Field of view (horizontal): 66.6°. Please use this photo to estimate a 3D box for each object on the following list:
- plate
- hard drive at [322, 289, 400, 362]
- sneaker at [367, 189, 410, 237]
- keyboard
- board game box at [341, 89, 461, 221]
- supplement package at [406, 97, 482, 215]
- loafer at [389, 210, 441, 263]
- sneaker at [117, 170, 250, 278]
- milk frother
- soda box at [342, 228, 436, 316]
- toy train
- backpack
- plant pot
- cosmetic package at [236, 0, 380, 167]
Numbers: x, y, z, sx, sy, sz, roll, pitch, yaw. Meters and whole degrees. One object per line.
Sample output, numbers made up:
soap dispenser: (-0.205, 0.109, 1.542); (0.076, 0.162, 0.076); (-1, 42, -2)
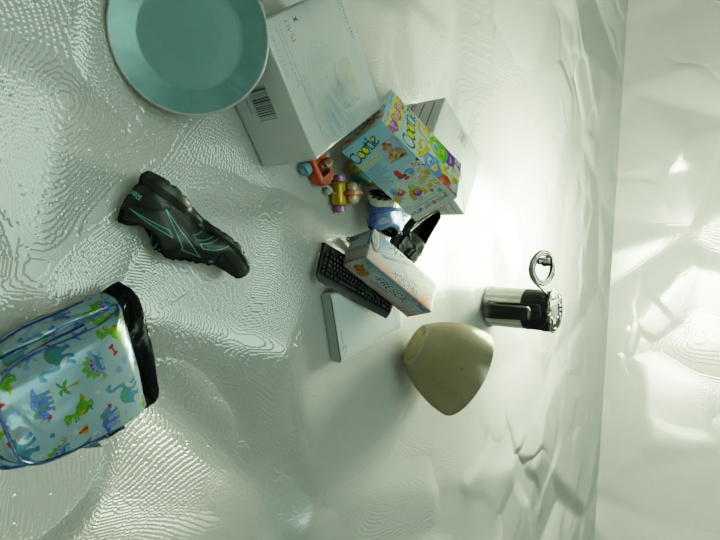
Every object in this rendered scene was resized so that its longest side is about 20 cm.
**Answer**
plate: (-0.218, -0.303, 0.705); (0.199, 0.026, 0.202); (-3, 105, -13)
hard drive: (0.008, 0.081, 1.073); (0.199, 0.027, 0.133); (-22, 109, -48)
sneaker: (0.067, -0.118, 1.114); (0.200, 0.078, 0.090); (-17, 127, -56)
keyboard: (0.000, 0.000, 1.037); (0.200, 0.021, 0.128); (31, 55, -38)
board game box: (0.079, -0.205, 0.997); (0.200, 0.105, 0.103); (40, 44, -26)
supplement package: (0.157, -0.237, 1.179); (0.200, 0.110, 0.157); (43, 60, -44)
loafer: (0.114, -0.069, 1.154); (0.072, 0.063, 0.200); (59, 41, -29)
sneaker: (-0.235, -0.043, 0.742); (0.200, 0.075, 0.079); (45, 71, -35)
milk frother: (0.427, 0.054, 1.469); (0.180, 0.187, 0.202); (24, 73, -50)
soda box: (0.060, 0.009, 1.038); (0.200, 0.063, 0.069); (39, 52, -33)
toy train: (-0.021, -0.193, 1.002); (0.200, 0.055, 0.151); (-45, 125, -40)
backpack: (-0.322, 0.121, 0.588); (0.199, 0.153, 0.164); (-16, 111, -37)
plant pot: (0.172, 0.190, 1.182); (0.134, 0.200, 0.201); (30, 64, -10)
cosmetic package: (-0.091, -0.301, 0.858); (0.200, 0.122, 0.200); (-49, 127, -40)
